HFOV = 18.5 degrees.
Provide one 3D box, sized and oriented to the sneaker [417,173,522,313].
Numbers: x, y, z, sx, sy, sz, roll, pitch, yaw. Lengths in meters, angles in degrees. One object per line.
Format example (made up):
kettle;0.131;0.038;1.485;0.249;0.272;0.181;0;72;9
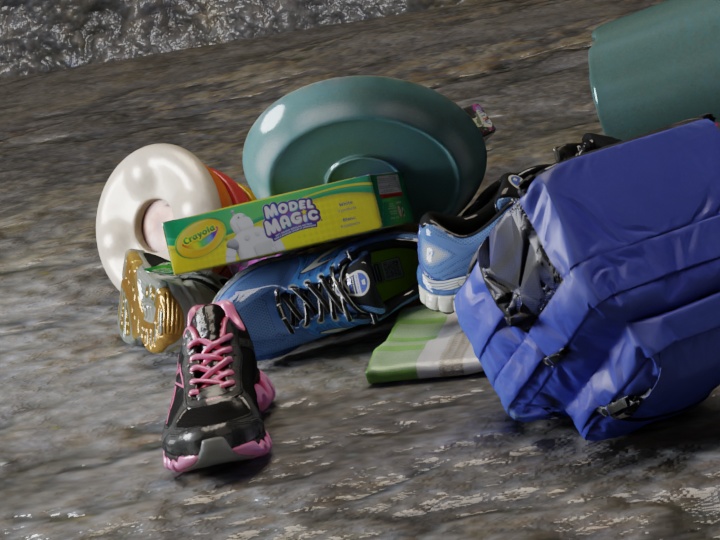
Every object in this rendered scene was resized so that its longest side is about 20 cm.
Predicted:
sneaker;0.136;-0.028;1.638;0.199;0.090;0.079;-10;15;6

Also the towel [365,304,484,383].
towel;0.112;0.041;1.646;0.199;0.031;0.149;-7;13;14

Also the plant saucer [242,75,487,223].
plant saucer;0.004;-0.079;1.792;0.199;0.200;0.028;-8;50;9

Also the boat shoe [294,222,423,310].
boat shoe;0.000;0.000;1.807;0.199;0.074;0.069;-12;14;-18

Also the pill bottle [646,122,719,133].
pill bottle;0.321;-0.063;1.729;0.199;0.117;0.116;-6;14;18

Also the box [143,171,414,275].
box;-0.067;-0.035;1.743;0.199;0.049;0.117;-15;0;14

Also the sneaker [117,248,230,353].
sneaker;-0.147;0.031;1.835;0.087;0.076;0.200;1;13;-19

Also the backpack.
backpack;0.154;0.023;1.412;0.162;0.168;0.200;-12;-19;-25

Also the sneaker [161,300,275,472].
sneaker;-0.103;0.075;1.531;0.079;0.096;0.200;-9;15;0

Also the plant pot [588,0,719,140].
plant pot;0.333;-0.187;2.113;0.195;0.201;0.200;-13;11;24

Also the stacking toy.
stacking toy;-0.130;-0.037;2.026;0.146;0.147;0.200;0;-2;37

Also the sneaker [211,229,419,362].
sneaker;-0.024;0.013;1.710;0.199;0.079;0.089;-22;0;-17

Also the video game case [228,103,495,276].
video game case;0.000;-0.065;1.943;0.181;0.036;0.200;-22;-14;-48

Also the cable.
cable;0.171;-0.055;1.870;0.163;0.051;0.200;-36;-17;25
